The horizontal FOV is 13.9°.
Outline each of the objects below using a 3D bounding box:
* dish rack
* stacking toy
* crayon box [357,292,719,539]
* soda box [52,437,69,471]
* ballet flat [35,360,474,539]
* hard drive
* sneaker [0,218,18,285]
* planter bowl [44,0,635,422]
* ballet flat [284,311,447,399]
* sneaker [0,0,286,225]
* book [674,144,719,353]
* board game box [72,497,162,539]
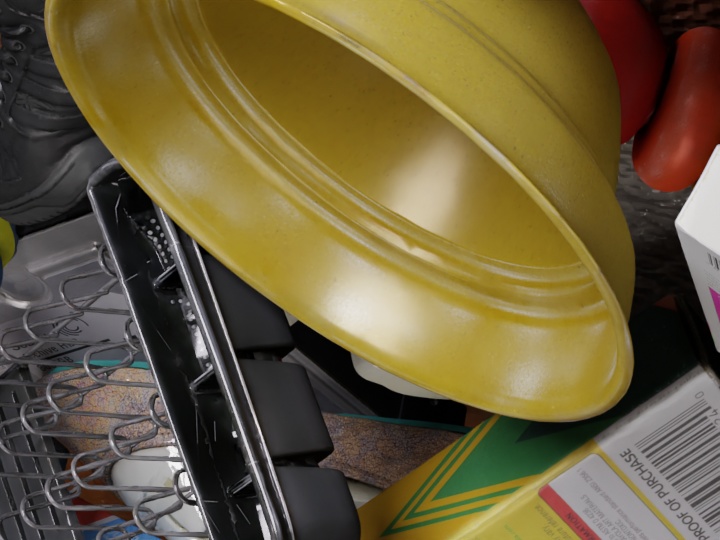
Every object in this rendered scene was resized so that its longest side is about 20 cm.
[{"bbox_3d":[-0.085,0.070,0.996,0.054,0.154,0.200,-2,154,-42],"label":"dish rack"},{"bbox_3d":[0.137,-0.037,0.922,0.199,0.086,0.085,22,146,-6],"label":"stacking toy"},{"bbox_3d":[0.069,0.113,1.041,0.200,0.051,0.127,-35,121,14],"label":"crayon box"},{"bbox_3d":[-0.211,0.044,1.164,0.200,0.064,0.068,31,143,-28],"label":"soda box"},{"bbox_3d":[-0.032,0.080,1.089,0.199,0.067,0.068,8,146,6],"label":"ballet flat"},{"bbox_3d":[-0.073,0.032,1.126,0.139,0.038,0.200,-17,136,36],"label":"hard drive"},{"bbox_3d":[-0.196,-0.043,0.993,0.066,0.079,0.200,-17,123,39],"label":"sneaker"},{"bbox_3d":[0.013,-0.050,0.854,0.200,0.084,0.201,31,158,14],"label":"planter bowl"},{"bbox_3d":[0.000,0.000,1.020,0.200,0.073,0.068,28,146,-23],"label":"ballet flat"},{"bbox_3d":[-0.094,-0.091,0.930,0.104,0.060,0.200,29,138,-27],"label":"sneaker"},{"bbox_3d":[0.157,0.030,0.844,0.133,0.048,0.200,30,176,13],"label":"book"},{"bbox_3d":[-0.080,0.193,1.116,0.153,0.040,0.201,20,126,48],"label":"board game box"}]
